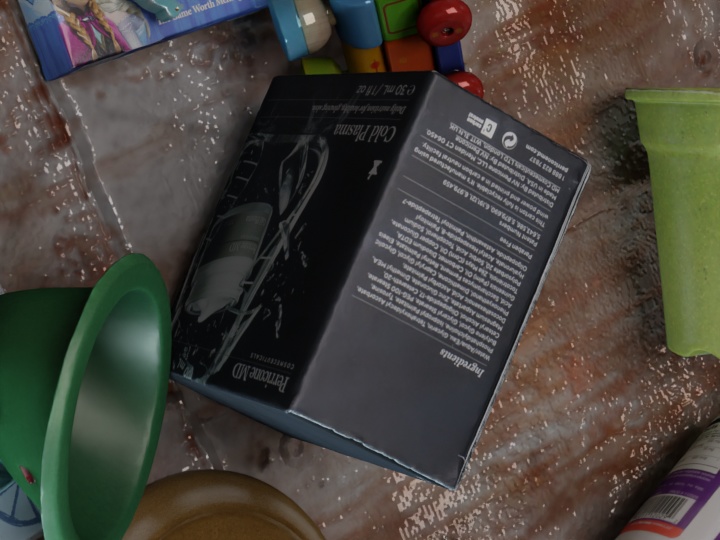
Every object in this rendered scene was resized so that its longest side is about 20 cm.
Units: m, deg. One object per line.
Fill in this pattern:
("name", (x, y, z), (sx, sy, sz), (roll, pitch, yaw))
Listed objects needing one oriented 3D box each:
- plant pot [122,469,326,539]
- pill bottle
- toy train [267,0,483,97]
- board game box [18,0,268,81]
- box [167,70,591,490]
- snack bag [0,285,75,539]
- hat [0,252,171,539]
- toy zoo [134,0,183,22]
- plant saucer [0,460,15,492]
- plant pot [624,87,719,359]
("plant pot", (-0.083, 0.219, 1.142), (0.199, 0.027, 0.202), (4, 82, -33))
("pill bottle", (0.265, 0.165, 1.333), (0.200, 0.111, 0.112), (-44, 108, -29))
("toy train", (0.014, -0.123, 1.220), (0.115, 0.201, 0.085), (-16, 56, 0))
("board game box", (-0.132, -0.239, 1.157), (0.199, 0.043, 0.200), (-25, 97, -34))
("box", (0.000, 0.000, 1.102), (0.123, 0.200, 0.198), (26, 81, -28))
("snack bag", (-0.256, 0.091, 1.046), (0.199, 0.021, 0.190), (-30, 100, -33))
("hat", (-0.210, 0.051, 1.051), (0.175, 0.166, 0.202), (10, 88, 12))
("toy zoo", (-0.126, -0.245, 1.123), (0.130, 0.020, 0.202), (-7, 87, -35))
("plant saucer", (-0.261, 0.047, 1.026), (0.070, 0.019, 0.201), (-38, 103, -32))
("plant pot", (0.281, -0.033, 1.337), (0.199, 0.200, 0.186), (-4, 97, -34))
